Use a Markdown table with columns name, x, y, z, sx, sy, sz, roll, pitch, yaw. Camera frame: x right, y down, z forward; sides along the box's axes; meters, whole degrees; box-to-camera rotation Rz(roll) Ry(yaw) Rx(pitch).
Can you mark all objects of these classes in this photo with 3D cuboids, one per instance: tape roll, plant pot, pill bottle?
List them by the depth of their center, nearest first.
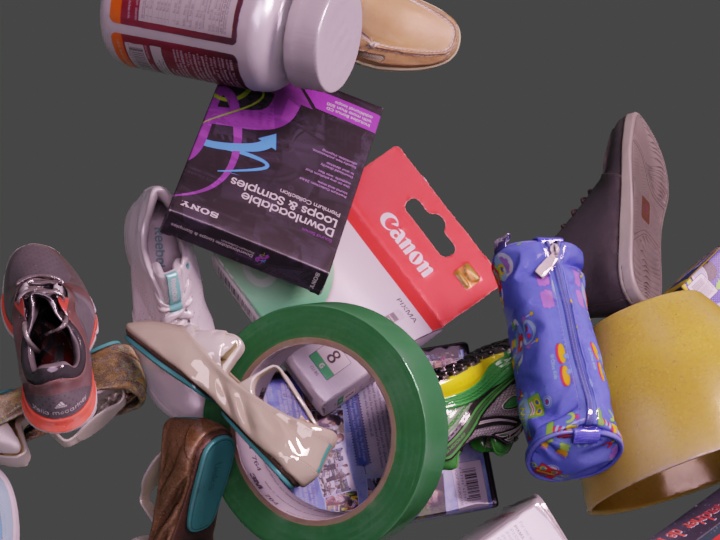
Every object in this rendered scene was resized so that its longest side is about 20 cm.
| name | x | y | z | sx | sy | sz | roll | pitch | yaw |
| --- | --- | --- | --- | --- | --- | --- | --- | --- | --- |
| tape roll | -0.029 | 0.126 | 1.655 | 0.199 | 0.048 | 0.202 | 1 | 92 | 25 |
| plant pot | 0.258 | 0.100 | 1.703 | 0.199 | 0.200 | 0.143 | -15 | 74 | -11 |
| pill bottle | -0.106 | -0.208 | 1.710 | 0.199 | 0.110 | 0.110 | 13 | 75 | 21 |

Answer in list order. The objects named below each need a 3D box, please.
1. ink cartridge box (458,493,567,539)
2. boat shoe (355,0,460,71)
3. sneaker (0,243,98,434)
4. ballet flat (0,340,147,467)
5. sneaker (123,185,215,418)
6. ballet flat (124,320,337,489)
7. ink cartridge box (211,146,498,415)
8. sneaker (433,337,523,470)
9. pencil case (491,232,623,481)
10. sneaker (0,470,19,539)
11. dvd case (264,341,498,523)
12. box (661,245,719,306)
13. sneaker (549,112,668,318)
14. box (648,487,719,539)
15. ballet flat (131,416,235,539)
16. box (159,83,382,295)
| name | x | y | z | sx | sy | sz | roll | pitch | yaw |
| --- | --- | --- | --- | --- | --- | --- | --- | --- | --- |
| ink cartridge box | 0.072 | 0.274 | 1.657 | 0.199 | 0.145 | 0.084 | -34 | 86 | -14 |
| boat shoe | -0.007 | -0.221 | 1.781 | 0.198 | 0.076 | 0.072 | 10 | 77 | -7 |
| sneaker | -0.246 | 0.035 | 1.651 | 0.076 | 0.082 | 0.201 | -11 | 45 | -11 |
| ballet flat | -0.264 | 0.122 | 1.673 | 0.199 | 0.071 | 0.071 | -23 | 83 | -16 |
| sneaker | -0.156 | 0.028 | 1.701 | 0.075 | 0.088 | 0.201 | -13 | 81 | -13 |
| ballet flat | -0.098 | 0.089 | 1.631 | 0.200 | 0.070 | 0.069 | 41 | 75 | 15 |
| ink cartridge box | 0.000 | 0.000 | 1.741 | 0.199 | 0.050 | 0.161 | -35 | 77 | -12 |
| sneaker | 0.116 | 0.106 | 1.727 | 0.199 | 0.078 | 0.086 | -22 | 95 | -29 |
| pencil case | 0.156 | 0.065 | 1.648 | 0.077 | 0.087 | 0.201 | -1 | 59 | -11 |
| sneaker | -0.316 | 0.249 | 1.596 | 0.079 | 0.131 | 0.202 | 13 | 87 | -4 |
| dvd case | 0.008 | 0.145 | 1.739 | 0.198 | 0.018 | 0.144 | -9 | 79 | -10 |
| box | 0.352 | 0.073 | 1.781 | 0.064 | 0.070 | 0.200 | -41 | 87 | -16 |
| sneaker | 0.202 | -0.046 | 1.783 | 0.075 | 0.106 | 0.201 | 45 | 41 | -39 |
| box | 0.280 | 0.265 | 1.679 | 0.199 | 0.038 | 0.138 | -27 | 115 | -37 |
| ballet flat | -0.153 | 0.208 | 1.666 | 0.072 | 0.068 | 0.201 | 23 | 110 | 36 |
| box | -0.071 | -0.085 | 1.722 | 0.142 | 0.036 | 0.201 | 21 | 50 | -5 |
